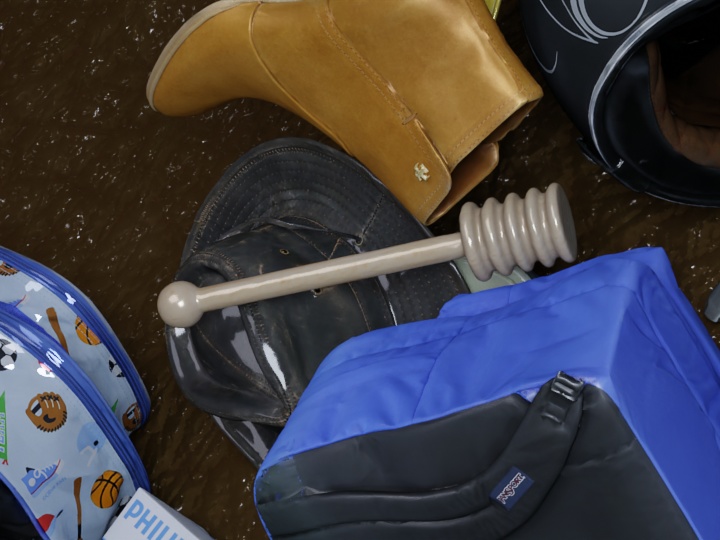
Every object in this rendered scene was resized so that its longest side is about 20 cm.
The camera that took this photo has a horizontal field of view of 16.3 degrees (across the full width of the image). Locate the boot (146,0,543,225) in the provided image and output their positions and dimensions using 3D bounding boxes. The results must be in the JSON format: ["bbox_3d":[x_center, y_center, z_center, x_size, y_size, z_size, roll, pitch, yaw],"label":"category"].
[{"bbox_3d":[-0.011,-0.078,1.190,0.201,0.071,0.144,-39,81,44],"label":"boot"}]

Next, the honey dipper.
[{"bbox_3d":[0.000,0.000,1.162,0.200,0.038,0.038,-14,53,15],"label":"honey dipper"}]

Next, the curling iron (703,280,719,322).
[{"bbox_3d":[0.209,-0.038,1.123,0.026,0.050,0.200,45,133,14],"label":"curling iron"}]

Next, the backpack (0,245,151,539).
[{"bbox_3d":[-0.198,0.081,1.342,0.154,0.200,0.190,-46,45,-14],"label":"backpack"}]

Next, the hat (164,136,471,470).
[{"bbox_3d":[-0.040,0.034,1.232,0.200,0.081,0.201,8,102,40],"label":"hat"}]

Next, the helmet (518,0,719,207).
[{"bbox_3d":[0.170,-0.147,1.176,0.200,0.200,0.191,-27,45,24],"label":"helmet"}]

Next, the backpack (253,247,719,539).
[{"bbox_3d":[0.069,0.089,1.124,0.200,0.163,0.168,-20,22,29],"label":"backpack"}]

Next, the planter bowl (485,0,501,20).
[{"bbox_3d":[0.024,-0.134,1.275,0.083,0.200,0.201,16,67,-1],"label":"planter bowl"}]

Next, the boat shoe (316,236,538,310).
[{"bbox_3d":[0.024,0.015,1.277,0.199,0.075,0.066,-14,9,43],"label":"boat shoe"}]

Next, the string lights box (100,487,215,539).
[{"bbox_3d":[-0.128,0.221,1.265,0.200,0.059,0.103,-54,42,-4],"label":"string lights box"}]
